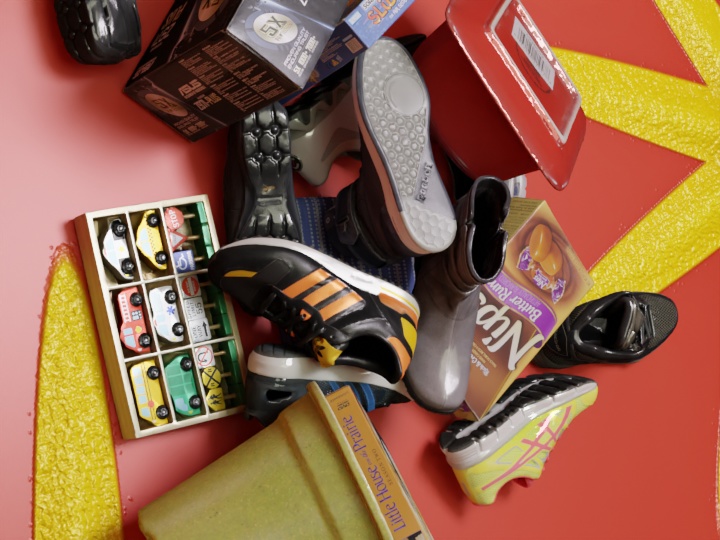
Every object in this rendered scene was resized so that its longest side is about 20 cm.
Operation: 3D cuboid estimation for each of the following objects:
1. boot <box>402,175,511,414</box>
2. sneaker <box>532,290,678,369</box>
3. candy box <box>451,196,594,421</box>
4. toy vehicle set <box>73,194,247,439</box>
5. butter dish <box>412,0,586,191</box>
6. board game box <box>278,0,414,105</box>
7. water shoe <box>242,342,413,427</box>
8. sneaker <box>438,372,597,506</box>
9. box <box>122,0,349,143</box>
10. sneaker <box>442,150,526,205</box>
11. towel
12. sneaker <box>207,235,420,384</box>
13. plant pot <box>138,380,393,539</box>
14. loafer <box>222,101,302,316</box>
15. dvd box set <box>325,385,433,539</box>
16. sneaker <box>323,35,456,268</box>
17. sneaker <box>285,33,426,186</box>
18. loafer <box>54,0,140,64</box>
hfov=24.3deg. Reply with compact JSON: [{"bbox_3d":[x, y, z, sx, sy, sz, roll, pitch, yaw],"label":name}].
[{"bbox_3d":[0.087,0.022,1.507,0.070,0.132,0.200,5,74,-18],"label":"boot"},{"bbox_3d":[0.278,0.059,1.731,0.199,0.114,0.076,-5,86,-37],"label":"sneaker"},{"bbox_3d":[0.133,0.037,1.643,0.200,0.056,0.117,-47,120,-22],"label":"candy box"},{"bbox_3d":[-0.172,0.039,1.476,0.124,0.026,0.200,-12,89,-36],"label":"toy vehicle set"},{"bbox_3d":[0.107,-0.160,1.579,0.200,0.148,0.199,54,27,-13],"label":"butter dish"},{"bbox_3d":[-0.015,-0.220,1.524,0.034,0.200,0.135,48,58,-12],"label":"board game box"},{"bbox_3d":[-0.032,0.116,1.534,0.200,0.071,0.079,13,94,-42],"label":"water shoe"},{"bbox_3d":[0.163,0.167,1.662,0.200,0.078,0.090,-26,108,-31],"label":"sneaker"},{"bbox_3d":[-0.100,-0.220,1.466,0.086,0.200,0.164,36,64,-22],"label":"box"},{"bbox_3d":[0.115,-0.154,1.678,0.082,0.075,0.200,-9,87,-37],"label":"sneaker"},{"bbox_3d":[0.000,0.000,1.609,0.200,0.024,0.145,-3,81,-37],"label":"towel"},{"bbox_3d":[-0.041,0.038,1.462,0.200,0.070,0.090,19,47,-16],"label":"sneaker"},{"bbox_3d":[-0.079,0.223,1.402,0.184,0.200,0.201,-26,97,-6],"label":"plant pot"},{"bbox_3d":[-0.091,-0.059,1.525,0.068,0.070,0.201,-3,99,-14],"label":"loafer"},{"bbox_3d":[0.035,0.213,1.461,0.029,0.200,0.146,-28,144,0],"label":"dvd box set"},{"bbox_3d":[0.010,-0.101,1.535,0.077,0.146,0.203,-9,84,-27],"label":"sneaker"},{"bbox_3d":[0.000,-0.154,1.608,0.200,0.074,0.089,-40,110,-26],"label":"sneaker"},{"bbox_3d":[-0.238,-0.279,1.461,0.070,0.068,0.201,-14,92,-50],"label":"loafer"}]
